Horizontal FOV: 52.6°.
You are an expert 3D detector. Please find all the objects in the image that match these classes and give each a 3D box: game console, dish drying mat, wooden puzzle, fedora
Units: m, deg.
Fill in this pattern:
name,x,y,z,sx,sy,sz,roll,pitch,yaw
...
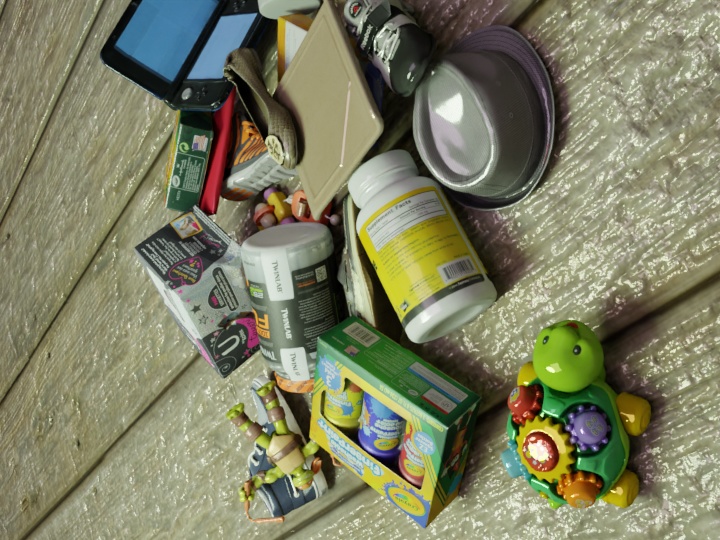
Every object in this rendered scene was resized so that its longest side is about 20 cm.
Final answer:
name,x,y,z,sx,sy,sz,roll,pitch,yaw
game console,-0.237,-0.339,1.021,0.169,0.118,0.203,11,71,41
dish drying mat,-0.205,-0.180,1.049,0.076,0.018,0.205,1,81,64
wooden puzzle,-0.040,-0.189,0.864,0.200,0.037,0.188,-50,54,52
fedora,0.114,-0.162,0.780,0.175,0.089,0.204,-21,81,43

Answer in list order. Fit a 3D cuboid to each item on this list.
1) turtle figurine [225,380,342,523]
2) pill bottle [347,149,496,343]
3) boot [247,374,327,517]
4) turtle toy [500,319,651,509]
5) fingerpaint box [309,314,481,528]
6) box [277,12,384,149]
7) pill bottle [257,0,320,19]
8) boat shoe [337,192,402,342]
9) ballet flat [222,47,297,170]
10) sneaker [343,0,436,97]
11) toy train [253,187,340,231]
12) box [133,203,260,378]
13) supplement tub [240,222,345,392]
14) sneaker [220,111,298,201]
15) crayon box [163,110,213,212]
name,x,y,z,sx,sy,sz,roll,pitch,yaw
turtle figurine,-0.100,0.235,1.000,0.198,0.064,0.163,-33,93,3
pill bottle,0.063,-0.031,0.832,0.112,0.111,0.203,-41,67,39
boot,-0.133,0.253,1.061,0.201,0.089,0.073,56,155,23
turtle toy,0.203,0.147,0.727,0.144,0.100,0.205,15,106,41
fingerpaint box,0.033,0.179,0.879,0.198,0.073,0.170,31,131,31
box,-0.034,-0.237,0.930,0.199,0.041,0.121,36,136,33
pill bottle,-0.104,-0.440,0.941,0.110,0.110,0.205,-8,90,44
boat shoe,0.000,0.000,0.925,0.064,0.073,0.205,-10,89,38
ballet flat,-0.130,-0.208,0.931,0.202,0.046,0.068,64,148,24
sneaker,0.022,-0.257,0.798,0.075,0.087,0.201,-56,28,25
toy train,-0.109,-0.038,1.037,0.149,0.055,0.203,33,117,37
box,-0.216,0.035,1.045,0.132,0.114,0.202,39,158,33
supplement tub,-0.082,0.048,0.961,0.121,0.122,0.204,8,114,42
sneaker,-0.135,-0.184,1.030,0.197,0.077,0.114,-19,68,31
crayon box,-0.261,-0.184,1.105,0.201,0.050,0.129,-115,39,-61
